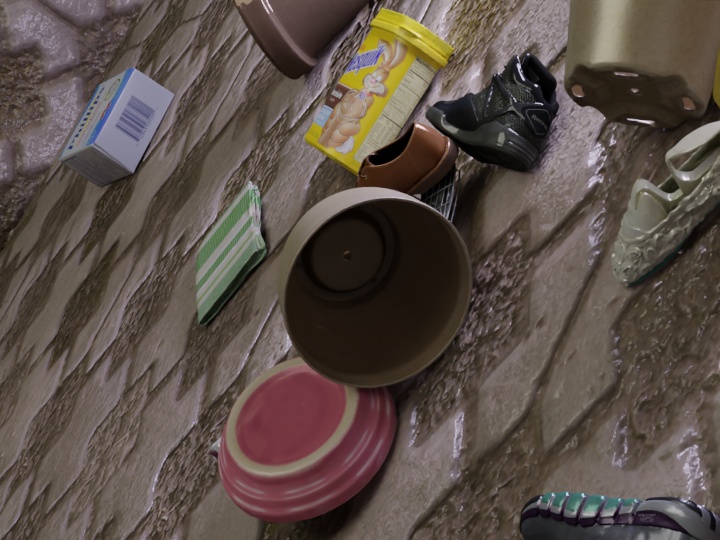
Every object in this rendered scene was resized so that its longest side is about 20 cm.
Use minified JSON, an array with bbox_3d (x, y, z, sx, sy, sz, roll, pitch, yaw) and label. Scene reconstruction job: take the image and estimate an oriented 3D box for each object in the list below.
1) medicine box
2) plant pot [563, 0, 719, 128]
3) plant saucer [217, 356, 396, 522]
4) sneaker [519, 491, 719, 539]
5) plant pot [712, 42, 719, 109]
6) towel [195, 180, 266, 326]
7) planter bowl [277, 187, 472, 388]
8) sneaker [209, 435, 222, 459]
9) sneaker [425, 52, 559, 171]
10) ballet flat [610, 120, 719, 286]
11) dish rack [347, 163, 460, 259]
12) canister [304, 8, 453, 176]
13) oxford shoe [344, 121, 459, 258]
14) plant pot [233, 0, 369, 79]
[{"bbox_3d":[-0.478,-0.278,2.994,0.199,0.102,0.184,-9,52,59],"label":"medicine box"},{"bbox_3d":[0.268,-0.240,1.405,0.200,0.199,0.186,-12,60,59],"label":"plant pot"},{"bbox_3d":[-0.062,0.162,1.583,0.198,0.051,0.202,-16,44,16],"label":"plant saucer"},{"bbox_3d":[0.179,0.215,1.129,0.199,0.074,0.088,-15,52,56],"label":"sneaker"},{"bbox_3d":[0.365,-0.148,1.084,0.201,0.193,0.196,-53,23,23],"label":"plant pot"},{"bbox_3d":[-0.189,-0.027,2.215,0.153,0.023,0.201,-49,26,20],"label":"towel"},{"bbox_3d":[0.000,0.000,1.574,0.201,0.199,0.135,-53,27,7],"label":"planter bowl"},{"bbox_3d":[-0.096,0.185,1.704,0.089,0.080,0.200,-56,21,-18],"label":"sneaker"},{"bbox_3d":[0.150,-0.178,1.675,0.115,0.076,0.199,-57,26,-6],"label":"sneaker"},{"bbox_3d":[0.273,-0.072,1.310,0.200,0.071,0.072,-45,26,27],"label":"ballet flat"},{"bbox_3d":[0.047,-0.036,1.724,0.199,0.054,0.155,-33,35,41],"label":"dish rack"},{"bbox_3d":[0.020,-0.226,1.975,0.201,0.086,0.148,-58,23,3],"label":"canister"},{"bbox_3d":[0.017,-0.092,1.702,0.200,0.071,0.072,-45,28,24],"label":"oxford shoe"},{"bbox_3d":[-0.079,-0.417,2.319,0.173,0.201,0.201,-29,31,14],"label":"plant pot"}]
